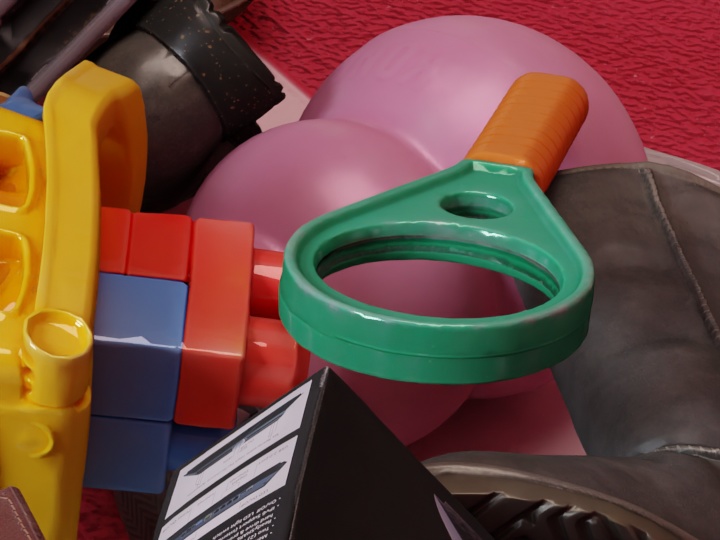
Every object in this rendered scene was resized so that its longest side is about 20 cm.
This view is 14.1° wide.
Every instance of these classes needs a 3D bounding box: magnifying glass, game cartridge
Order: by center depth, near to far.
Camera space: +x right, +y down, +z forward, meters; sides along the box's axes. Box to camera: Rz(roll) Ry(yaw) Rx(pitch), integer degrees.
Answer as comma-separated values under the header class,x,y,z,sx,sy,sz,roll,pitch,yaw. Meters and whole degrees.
class,x,y,z,sx,sy,sz,roll,pitch,yaw
magnifying glass,0.033,-0.016,0.786,0.079,0.022,0.200,9,21,12
game cartridge,-0.102,-0.083,0.946,0.042,0.200,0.133,44,-3,-4

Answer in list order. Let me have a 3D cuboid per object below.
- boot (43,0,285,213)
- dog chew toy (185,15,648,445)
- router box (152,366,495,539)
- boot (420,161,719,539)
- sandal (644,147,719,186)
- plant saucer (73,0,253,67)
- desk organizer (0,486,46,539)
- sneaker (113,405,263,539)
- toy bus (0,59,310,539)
class,x,y,z,sx,sy,sz,roll,pitch,yaw
boot,-0.099,-0.030,0.960,0.131,0.068,0.200,-40,1,-7
dog chew toy,0.000,0.000,0.907,0.124,0.125,0.200,30,44,33
router box,0.030,0.140,0.618,0.200,0.052,0.157,47,25,-17
boot,0.066,0.034,0.777,0.181,0.073,0.200,21,35,-25
sandal,0.133,0.008,0.993,0.082,0.050,0.203,16,15,-13
plant saucer,-0.132,-0.124,1.165,0.200,0.037,0.201,5,31,-3
desk organizer,-0.148,0.127,0.637,0.199,0.072,0.077,-21,36,-13
sneaker,0.030,0.086,0.818,0.200,0.078,0.112,34,33,22
toy bus,-0.110,-0.004,0.780,0.191,0.136,0.200,3,41,-6
